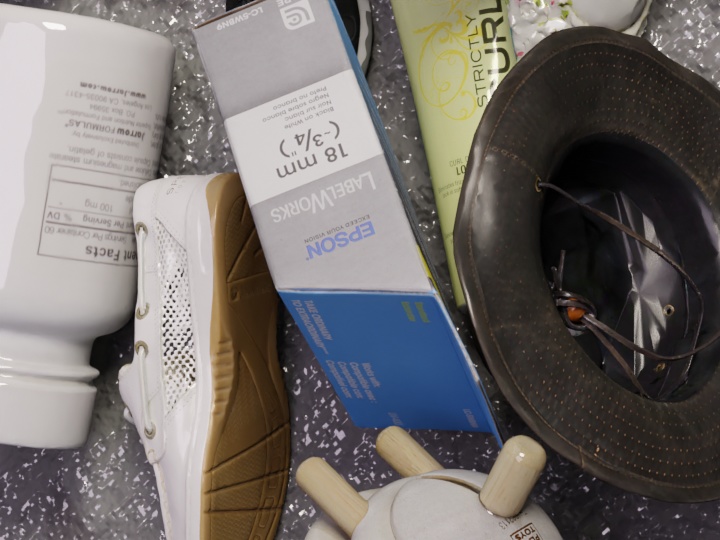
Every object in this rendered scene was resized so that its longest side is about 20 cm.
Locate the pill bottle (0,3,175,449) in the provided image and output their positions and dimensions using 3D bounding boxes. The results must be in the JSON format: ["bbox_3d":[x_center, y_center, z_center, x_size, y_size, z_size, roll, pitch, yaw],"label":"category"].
[{"bbox_3d":[-0.158,-0.021,1.047,0.114,0.114,0.200,10,91,27],"label":"pill bottle"}]

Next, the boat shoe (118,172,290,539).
[{"bbox_3d":[-0.078,0.054,1.025,0.069,0.071,0.200,3,93,30],"label":"boat shoe"}]

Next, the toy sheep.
[{"bbox_3d":[0.024,0.141,0.883,0.138,0.138,0.200,39,129,23],"label":"toy sheep"}]

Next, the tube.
[{"bbox_3d":[0.050,-0.082,0.985,0.058,0.052,0.200,-5,79,-18],"label":"tube"}]

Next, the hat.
[{"bbox_3d":[0.099,0.006,0.907,0.081,0.200,0.201,-31,72,53],"label":"hat"}]

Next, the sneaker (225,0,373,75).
[{"bbox_3d":[-0.043,-0.158,1.012,0.076,0.088,0.200,1,88,26],"label":"sneaker"}]

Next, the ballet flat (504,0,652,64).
[{"bbox_3d":[0.102,-0.164,0.945,0.064,0.076,0.200,-2,86,59],"label":"ballet flat"}]

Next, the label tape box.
[{"bbox_3d":[0.000,0.000,0.921,0.063,0.144,0.200,-21,61,3],"label":"label tape box"}]
